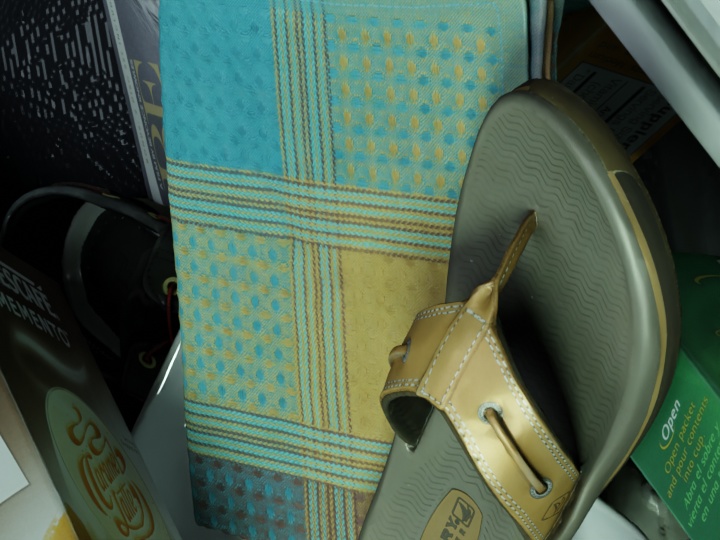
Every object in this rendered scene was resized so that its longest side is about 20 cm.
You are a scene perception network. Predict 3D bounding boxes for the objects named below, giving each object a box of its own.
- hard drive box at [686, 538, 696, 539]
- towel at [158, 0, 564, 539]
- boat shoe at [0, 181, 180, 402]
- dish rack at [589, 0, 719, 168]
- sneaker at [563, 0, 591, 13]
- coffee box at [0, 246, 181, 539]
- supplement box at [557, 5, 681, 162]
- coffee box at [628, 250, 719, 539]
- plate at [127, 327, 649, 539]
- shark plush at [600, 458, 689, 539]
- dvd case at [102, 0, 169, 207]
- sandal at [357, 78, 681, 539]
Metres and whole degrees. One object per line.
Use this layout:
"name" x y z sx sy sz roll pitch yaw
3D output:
"hard drive box" 0.186 0.142 0.701 0.200 0.155 0.077 34 119 34
"towel" 0.000 0.000 0.781 0.146 0.022 0.202 12 115 35
"boat shoe" -0.062 0.024 0.943 0.201 0.063 0.074 31 107 43
"dish rack" 0.151 -0.098 0.700 0.171 0.044 0.200 -26 120 29
"sneaker" 0.021 -0.135 0.803 0.201 0.071 0.080 60 145 38
"coffee box" -0.112 0.090 0.822 0.079 0.114 0.201 -31 68 7
"supplement box" 0.088 -0.094 0.803 0.200 0.068 0.067 -41 50 36
"coffee box" 0.147 0.062 0.698 0.200 0.122 0.044 -124 45 -53
"plate" -0.013 0.122 0.849 0.199 0.032 0.201 35 106 33
"shark plush" 0.081 0.111 0.851 0.083 0.090 0.202 174 81 -73
"dvd case" -0.052 -0.083 0.874 0.200 0.016 0.150 22 126 65
"sandal" 0.031 0.041 0.718 0.082 0.054 0.201 44 132 27
